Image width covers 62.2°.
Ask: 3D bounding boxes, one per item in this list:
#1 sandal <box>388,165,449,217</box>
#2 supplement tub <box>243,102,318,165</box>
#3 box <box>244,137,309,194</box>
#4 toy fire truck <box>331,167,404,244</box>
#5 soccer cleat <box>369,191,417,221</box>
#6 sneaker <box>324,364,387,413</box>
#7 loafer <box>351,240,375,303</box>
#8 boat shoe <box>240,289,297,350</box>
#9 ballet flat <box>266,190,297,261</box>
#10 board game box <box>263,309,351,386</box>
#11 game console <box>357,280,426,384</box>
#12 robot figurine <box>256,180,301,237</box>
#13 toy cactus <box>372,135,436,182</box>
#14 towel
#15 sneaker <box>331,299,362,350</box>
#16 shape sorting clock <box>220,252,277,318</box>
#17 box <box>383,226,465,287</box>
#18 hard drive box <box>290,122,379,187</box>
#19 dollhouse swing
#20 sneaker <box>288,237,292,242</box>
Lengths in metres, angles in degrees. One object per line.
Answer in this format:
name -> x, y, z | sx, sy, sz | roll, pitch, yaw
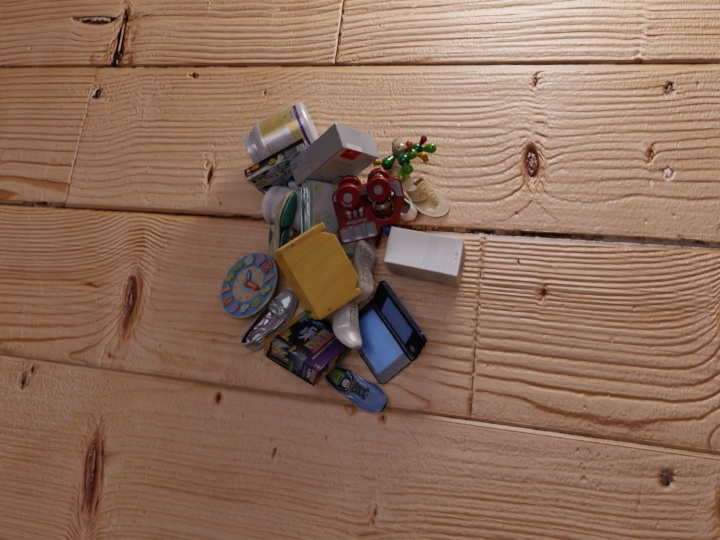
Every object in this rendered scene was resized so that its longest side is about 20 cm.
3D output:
sandal -> 0.155, -0.226, 1.655 | 0.211, 0.070, 0.078 | 40, 87, 19
supplement tub -> -0.228, -0.383, 1.745 | 0.196, 0.145, 0.149 | -24, 72, 6
box -> -0.217, -0.290, 1.714 | 0.196, 0.137, 0.041 | -26, 68, 10
toy fire truck -> 0.023, -0.169, 1.588 | 0.194, 0.113, 0.172 | -12, 111, 6
soccer cleat -> 0.069, -0.198, 1.664 | 0.196, 0.078, 0.071 | 25, 82, 18
sneaker -> -0.021, 0.306, 1.550 | 0.196, 0.089, 0.080 | 26, 84, 18
loafer -> 0.000, 0.000, 1.610 | 0.070, 0.069, 0.203 | -48, 25, 37
boat shoe -> -0.253, 0.136, 1.661 | 0.202, 0.065, 0.074 | -46, 72, -2
ballet flat -> -0.222, -0.124, 1.626 | 0.061, 0.067, 0.205 | 21, 109, 22
board game box -> -0.130, 0.194, 1.551 | 0.162, 0.199, 0.058 | 25, 119, 17
game console -> 0.059, 0.162, 1.559 | 0.117, 0.172, 0.202 | -28, 69, -24
robot figurine -> -0.199, -0.176, 1.702 | 0.195, 0.114, 0.173 | 13, 66, 16
toy cactus -> 0.109, -0.321, 1.659 | 0.198, 0.102, 0.167 | -33, 36, 16
towel -> -0.087, -0.138, 1.641 | 0.048, 0.168, 0.206 | -8, 80, 50
sneaker -> -0.037, 0.117, 1.575 | 0.081, 0.069, 0.203 | -49, 46, 28
shape sorting clock -> -0.319, 0.039, 1.693 | 0.195, 0.039, 0.205 | -13, 57, 19
box -> 0.172, -0.034, 1.574 | 0.195, 0.124, 0.100 | 11, 78, 15
hard drive box -> -0.072, -0.303, 1.642 | 0.198, 0.154, 0.079 | -33, 67, 37
dollhouse swing -> -0.116, -0.001, 1.564 | 0.179, 0.176, 0.203 | -31, 99, 1
sneaker -> -0.169, -0.012, 1.676 | 0.080, 0.074, 0.200 | -45, 70, 2
